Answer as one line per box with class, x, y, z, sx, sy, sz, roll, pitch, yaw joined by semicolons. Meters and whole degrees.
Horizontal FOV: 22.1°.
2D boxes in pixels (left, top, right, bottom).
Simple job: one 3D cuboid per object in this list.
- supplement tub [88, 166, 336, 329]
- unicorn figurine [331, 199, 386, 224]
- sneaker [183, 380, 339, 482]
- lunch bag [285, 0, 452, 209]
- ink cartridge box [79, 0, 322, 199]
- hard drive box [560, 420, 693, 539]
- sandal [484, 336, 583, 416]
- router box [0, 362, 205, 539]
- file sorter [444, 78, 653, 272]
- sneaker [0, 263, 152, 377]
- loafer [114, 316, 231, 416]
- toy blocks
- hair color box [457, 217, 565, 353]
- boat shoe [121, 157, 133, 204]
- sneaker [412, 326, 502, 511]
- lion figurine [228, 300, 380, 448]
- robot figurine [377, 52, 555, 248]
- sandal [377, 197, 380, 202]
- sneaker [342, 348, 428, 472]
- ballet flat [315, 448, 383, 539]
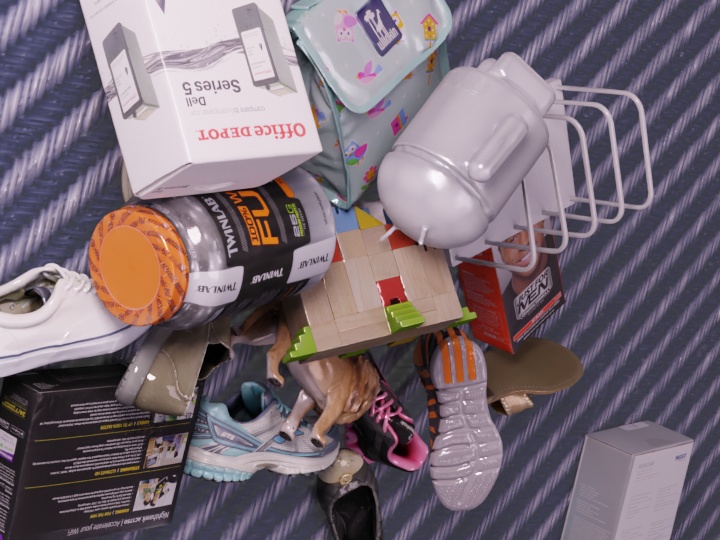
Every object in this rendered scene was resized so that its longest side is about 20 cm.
supplement tub;-0.124;-0.021;1.543;0.200;0.122;0.123;-19;121;-51
unicorn figurine;-0.016;-0.027;1.781;0.137;0.074;0.200;8;121;-49
sneaker;-0.086;0.150;1.771;0.200;0.077;0.087;-4;107;-50
lunch bag;-0.006;-0.186;1.649;0.170;0.122;0.200;-45;149;-31
ink cartridge box;-0.130;-0.168;1.467;0.145;0.084;0.201;-9;80;-44
hard drive box;0.339;0.306;2.369;0.156;0.077;0.201;-3;110;-50
sandal;0.155;0.133;2.086;0.211;0.078;0.070;-11;147;-41
router box;-0.235;0.159;1.610;0.200;0.051;0.150;-1;110;-50
file sorter;0.183;-0.096;1.854;0.200;0.124;0.139;-26;115;-38
sneaker;-0.242;0.031;1.517;0.200;0.073;0.071;-21;132;-43
loafer;-0.146;0.062;1.609;0.075;0.070;0.200;-57;-177;43
toy blocks;0.000;0.000;1.692;0.199;0.100;0.137;-13;79;-24
hair color box;0.158;-0.020;1.998;0.101;0.061;0.200;-42;135;-29
boat shoe;-0.140;-0.135;1.571;0.072;0.065;0.200;28;86;-55
sneaker;0.101;0.147;1.951;0.077;0.112;0.201;-4;107;-9
lion figurine;-0.050;0.083;1.729;0.123;0.072;0.200;-57;136;-33
robot figurine;0.091;-0.102;1.656;0.113;0.170;0.200;40;73;-12
sandal;0.072;-0.096;1.867;0.200;0.045;0.075;-60;141;-11
sneaker;0.015;0.138;1.874;0.079;0.095;0.200;-49;138;-19
ballet flat;-0.002;0.265;1.935;0.066;0.057;0.200;-20;128;-9
